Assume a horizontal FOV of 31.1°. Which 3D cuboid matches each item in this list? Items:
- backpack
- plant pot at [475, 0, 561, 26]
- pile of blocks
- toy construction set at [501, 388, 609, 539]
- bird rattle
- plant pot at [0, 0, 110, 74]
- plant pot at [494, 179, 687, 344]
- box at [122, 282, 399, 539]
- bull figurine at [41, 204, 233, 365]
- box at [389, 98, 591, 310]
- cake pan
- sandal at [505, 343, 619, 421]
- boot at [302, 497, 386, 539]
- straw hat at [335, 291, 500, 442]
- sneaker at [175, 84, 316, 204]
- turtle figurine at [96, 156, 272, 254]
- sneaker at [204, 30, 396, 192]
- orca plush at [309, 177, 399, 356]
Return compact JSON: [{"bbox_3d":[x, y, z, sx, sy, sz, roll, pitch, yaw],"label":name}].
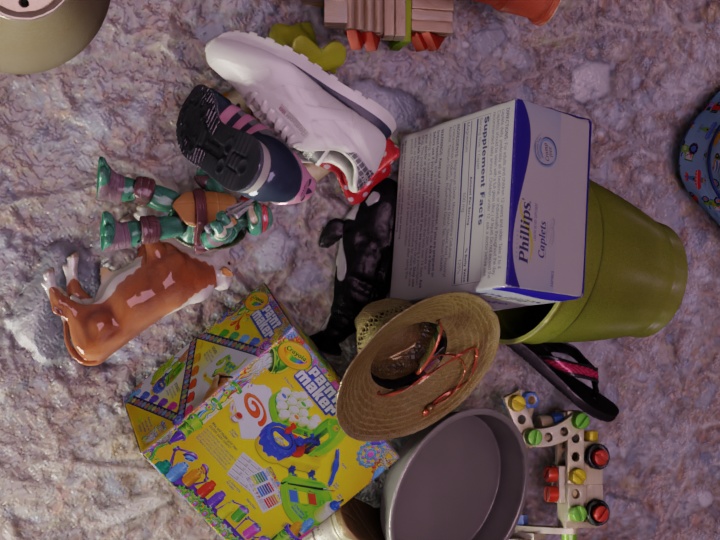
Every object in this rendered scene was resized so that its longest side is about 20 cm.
[{"bbox_3d":[0.472,-0.116,1.466,0.200,0.134,0.183,43,85,-15],"label":"backpack"},{"bbox_3d":[0.103,-0.359,1.294,0.193,0.201,0.204,6,98,-9],"label":"plant pot"},{"bbox_3d":[0.011,-0.250,1.317,0.198,0.082,0.063,3,86,-39],"label":"pile of blocks"},{"bbox_3d":[0.213,0.236,1.469,0.129,0.092,0.203,3,99,-17],"label":"toy construction set"},{"bbox_3d":[-0.058,-0.153,1.339,0.162,0.113,0.201,-23,113,7],"label":"bird rattle"},{"bbox_3d":[-0.310,-0.273,1.174,0.185,0.200,0.190,-3,99,-15],"label":"plant pot"},{"bbox_3d":[0.243,-0.005,1.400,0.191,0.200,0.203,13,96,-30],"label":"plant pot"},{"bbox_3d":[-0.101,0.162,1.324,0.192,0.122,0.201,-38,118,-2],"label":"box"},{"bbox_3d":[-0.225,0.009,1.317,0.199,0.065,0.122,-37,97,-15],"label":"bull figurine"},{"bbox_3d":[0.129,-0.057,1.310,0.104,0.199,0.186,10,79,-32],"label":"box"},{"bbox_3d":[0.098,0.239,1.381,0.199,0.037,0.203,-13,111,-35],"label":"cake pan"},{"bbox_3d":[0.226,0.103,1.459,0.199,0.075,0.045,39,101,-16],"label":"sandal"},{"bbox_3d":[-0.028,0.322,1.418,0.154,0.073,0.200,-31,145,16],"label":"boot"},{"bbox_3d":[0.037,0.073,1.280,0.199,0.085,0.202,-24,140,-21],"label":"straw hat"},{"bbox_3d":[-0.111,-0.112,1.220,0.081,0.200,0.071,19,108,-36],"label":"sneaker"},{"bbox_3d":[-0.155,-0.063,1.262,0.197,0.150,0.102,-2,128,-16],"label":"turtle figurine"},{"bbox_3d":[-0.064,-0.154,1.225,0.198,0.076,0.081,29,80,-8],"label":"sneaker"},{"bbox_3d":[0.000,0.000,1.378,0.105,0.071,0.201,35,89,-18],"label":"orca plush"}]
